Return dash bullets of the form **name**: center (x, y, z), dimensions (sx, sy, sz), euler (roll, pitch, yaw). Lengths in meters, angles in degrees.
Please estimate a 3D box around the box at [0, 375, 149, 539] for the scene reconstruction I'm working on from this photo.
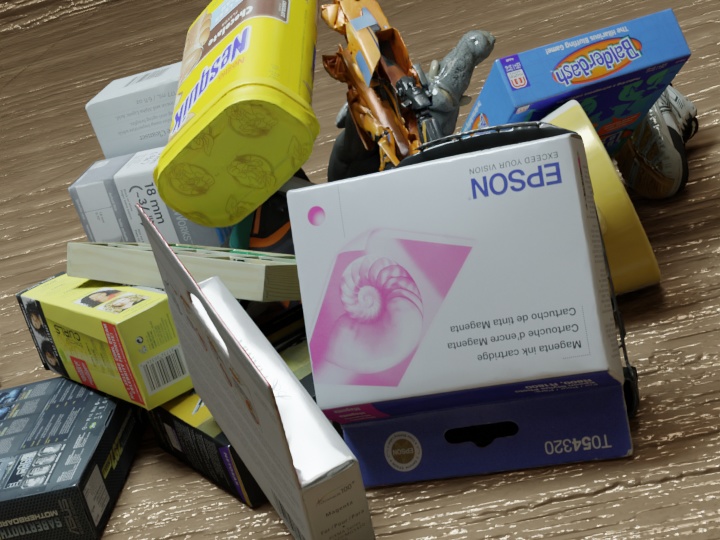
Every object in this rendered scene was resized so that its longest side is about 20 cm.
- **box**: center (-0.252, 0.145, 1.160), dimensions (0.157, 0.051, 0.200), euler (-13, 21, 10)

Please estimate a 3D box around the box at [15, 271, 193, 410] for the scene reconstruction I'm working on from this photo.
- **box**: center (-0.195, 0.050, 1.177), dimensions (0.050, 0.076, 0.199), euler (-27, 20, -29)

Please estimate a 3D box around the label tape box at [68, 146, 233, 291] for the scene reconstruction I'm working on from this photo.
- **label tape box**: center (-0.148, -0.041, 1.407), dimensions (0.199, 0.145, 0.063), euler (-10, 22, 23)

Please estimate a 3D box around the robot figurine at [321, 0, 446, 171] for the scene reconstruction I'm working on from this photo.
- **robot figurine**: center (0.024, -0.136, 1.326), dimensions (0.058, 0.145, 0.201), euler (-18, 62, -10)

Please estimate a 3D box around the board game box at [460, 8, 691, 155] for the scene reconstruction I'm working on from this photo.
- **board game box**: center (0.162, -0.129, 1.246), dimensions (0.151, 0.045, 0.200), euler (-18, -14, -12)

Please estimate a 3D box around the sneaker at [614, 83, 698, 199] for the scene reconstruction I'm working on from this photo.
- **sneaker**: center (0.267, -0.129, 1.367), dimensions (0.087, 0.076, 0.201), euler (8, 33, -14)

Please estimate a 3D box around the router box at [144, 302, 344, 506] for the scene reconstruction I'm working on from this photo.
- **router box**: center (-0.042, 0.083, 1.133), dimensions (0.199, 0.053, 0.157), euler (-29, 23, -24)

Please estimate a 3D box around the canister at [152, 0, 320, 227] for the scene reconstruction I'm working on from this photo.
- **canister**: center (-0.099, -0.154, 1.304), dimensions (0.148, 0.086, 0.201), euler (-39, 32, 34)

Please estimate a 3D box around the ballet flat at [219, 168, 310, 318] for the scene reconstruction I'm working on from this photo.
- **ballet flat**: center (-0.099, 0.000, 1.346), dimensions (0.201, 0.068, 0.068), euler (-55, 45, 1)

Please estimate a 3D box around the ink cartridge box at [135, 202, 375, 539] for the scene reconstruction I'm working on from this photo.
- **ink cartridge box**: center (-0.064, 0.065, 0.939), dimensions (0.043, 0.174, 0.200), euler (-25, 43, -16)

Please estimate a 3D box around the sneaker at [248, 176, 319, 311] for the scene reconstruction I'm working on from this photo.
- **sneaker**: center (0.000, 0.000, 1.286), dimensions (0.199, 0.113, 0.078), euler (19, 0, 11)

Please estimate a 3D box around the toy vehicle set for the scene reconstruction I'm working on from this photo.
- **toy vehicle set**: center (-0.111, -0.001, 1.183), dimensions (0.199, 0.027, 0.124), euler (6, 4, 35)

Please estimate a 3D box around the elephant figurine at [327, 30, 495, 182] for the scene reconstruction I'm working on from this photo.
- **elephant figurine**: center (0.047, -0.136, 1.506), dimensions (0.154, 0.142, 0.200), euler (2, 32, 12)

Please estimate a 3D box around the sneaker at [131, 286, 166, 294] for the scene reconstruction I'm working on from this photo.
- **sneaker**: center (-0.155, 0.053, 1.244), dimensions (0.071, 0.073, 0.200), euler (-19, 10, -23)

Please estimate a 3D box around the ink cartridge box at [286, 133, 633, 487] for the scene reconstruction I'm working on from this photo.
- **ink cartridge box**: center (0.060, 0.031, 0.969), dimensions (0.195, 0.202, 0.043), euler (-11, -4, 22)

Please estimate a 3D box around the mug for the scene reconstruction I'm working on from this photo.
- **mug**: center (0.120, -0.035, 1.139), dimensions (0.152, 0.187, 0.150), euler (-25, 63, 6)

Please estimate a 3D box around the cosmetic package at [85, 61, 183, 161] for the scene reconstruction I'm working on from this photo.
- **cosmetic package**: center (-0.169, -0.092, 1.477), dimensions (0.112, 0.201, 0.081), euler (-14, 20, 20)

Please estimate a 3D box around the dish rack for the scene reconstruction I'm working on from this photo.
- **dish rack**: center (0.094, 0.007, 1.008), dimensions (0.152, 0.202, 0.055), euler (-10, 8, 21)
